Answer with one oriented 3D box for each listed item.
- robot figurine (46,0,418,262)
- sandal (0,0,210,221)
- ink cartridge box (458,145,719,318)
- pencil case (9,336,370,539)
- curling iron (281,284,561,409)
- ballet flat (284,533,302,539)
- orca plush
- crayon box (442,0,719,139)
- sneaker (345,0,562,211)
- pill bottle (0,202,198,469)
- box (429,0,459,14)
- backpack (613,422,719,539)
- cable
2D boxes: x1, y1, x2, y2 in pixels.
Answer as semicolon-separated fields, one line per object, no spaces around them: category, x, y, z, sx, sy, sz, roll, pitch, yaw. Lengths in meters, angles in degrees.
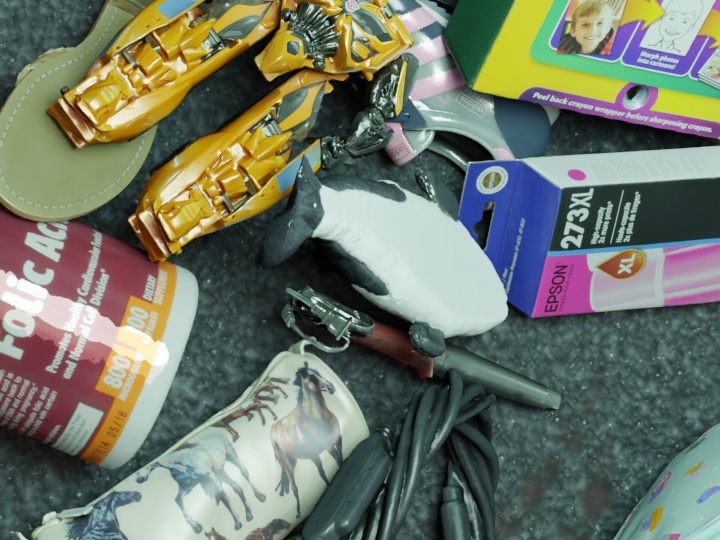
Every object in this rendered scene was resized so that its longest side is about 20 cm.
robot figurine;-0.055;-0.101;1.018;0.200;0.058;0.146;-39;100;-22
sandal;-0.150;-0.090;1.053;0.078;0.069;0.213;43;49;-18
ink cartridge box;0.151;-0.023;1.133;0.198;0.037;0.095;-3;129;-16
pencil case;-0.085;0.123;1.051;0.199;0.078;0.090;-36;106;-16
curling iron;0.036;0.051;1.098;0.199;0.050;0.026;23;103;-35
ballet flat;-0.022;0.246;1.059;0.067;0.072;0.203;-6;88;6
orca plush;0.000;0.000;1.058;0.199;0.071;0.106;3;75;-56
crayon box;0.170;-0.167;1.063;0.198;0.059;0.174;8;126;-27
sneaker;0.020;-0.109;1.106;0.199;0.070;0.083;29;74;-12
pill bottle;-0.194;0.015;1.006;0.198;0.114;0.115;23;79;-15
box;0.026;-0.260;1.134;0.197;0.050;0.202;19;81;-14
backpack;0.228;0.175;1.092;0.153;0.176;0.201;40;71;-8
cable;0.037;0.150;1.059;0.201;0.050;0.164;-56;135;-39
